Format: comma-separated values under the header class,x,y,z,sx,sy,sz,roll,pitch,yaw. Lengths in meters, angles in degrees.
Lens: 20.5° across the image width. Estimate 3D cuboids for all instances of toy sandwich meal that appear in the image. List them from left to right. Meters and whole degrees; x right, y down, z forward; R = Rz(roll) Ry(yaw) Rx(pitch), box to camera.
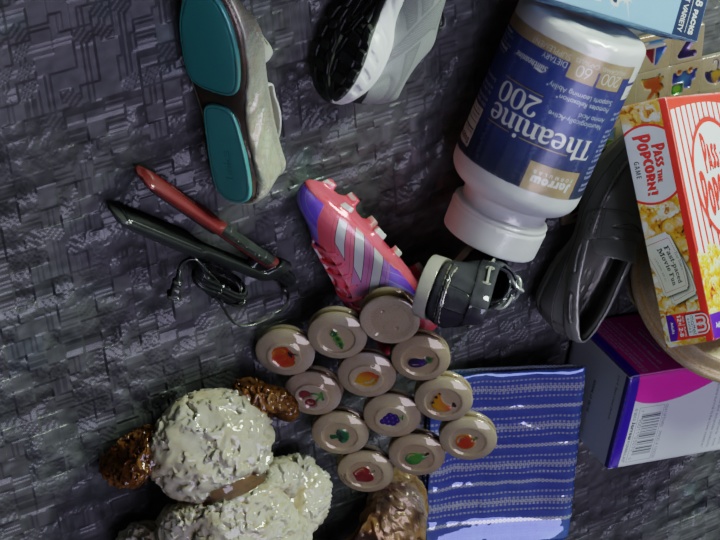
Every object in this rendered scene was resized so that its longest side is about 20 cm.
class,x,y,z,sx,sy,sz,roll,pitch,yaw
toy sandwich meal,0.327,0.019,1.784,0.205,0.205,0.070,-15,163,-22

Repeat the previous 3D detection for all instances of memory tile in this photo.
class,x,y,z,sx,sy,sz,roll,pitch,yaw
memory tile,0.015,0.104,1.675,0.153,0.017,0.200,-19,125,20

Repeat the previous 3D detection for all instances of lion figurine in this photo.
class,x,y,z,sx,sy,sz,roll,pitch,yaw
lion figurine,-0.015,0.264,1.783,0.200,0.072,0.123,-36,137,-9

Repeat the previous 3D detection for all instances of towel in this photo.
class,x,y,z,sx,sy,sz,roll,pitch,yaw
towel,0.128,0.174,1.816,0.145,0.024,0.200,-3,123,-7

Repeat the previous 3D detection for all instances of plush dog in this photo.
class,x,y,z,sx,sy,sz,roll,pitch,yaw
plush dog,-0.115,0.180,1.642,0.200,0.160,0.172,-24,105,-14

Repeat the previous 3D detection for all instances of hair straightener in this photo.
class,x,y,z,sx,sy,sz,roll,pitch,yaw
hair straightener,-0.126,-0.008,1.574,0.077,0.041,0.200,-51,135,8

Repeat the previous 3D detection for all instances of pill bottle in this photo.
class,x,y,z,sx,sy,sz,roll,pitch,yaw
pill bottle,0.142,-0.112,1.607,0.111,0.111,0.200,9,114,-34

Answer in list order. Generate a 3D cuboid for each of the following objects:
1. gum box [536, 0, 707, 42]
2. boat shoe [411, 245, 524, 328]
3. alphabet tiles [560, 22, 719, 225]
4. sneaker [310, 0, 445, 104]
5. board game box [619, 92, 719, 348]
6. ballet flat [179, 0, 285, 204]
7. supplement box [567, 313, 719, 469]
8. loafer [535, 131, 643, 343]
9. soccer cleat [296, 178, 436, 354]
class,x,y,z,sx,sy,sz,roll,pitch,yaw
gum box,0.198,-0.281,1.545,0.200,0.045,0.170,11,96,-35
boat shoe,0.098,0.021,1.621,0.200,0.063,0.073,-5,113,-72
alphabet tiles,0.264,-0.134,1.733,0.200,0.008,0.167,-15,126,-22
sneaker,0.036,-0.213,1.515,0.079,0.074,0.200,7,122,-44
board game box,0.284,-0.046,1.659,0.151,0.046,0.200,-13,91,-57
ballet flat,-0.093,-0.142,1.498,0.062,0.067,0.200,-42,142,-38
supplement box,0.296,0.103,1.842,0.200,0.103,0.101,-5,122,-26
loafer,0.218,-0.030,1.723,0.070,0.070,0.200,7,116,-33
soccer cleat,0.000,0.000,1.632,0.076,0.067,0.200,-42,134,5
